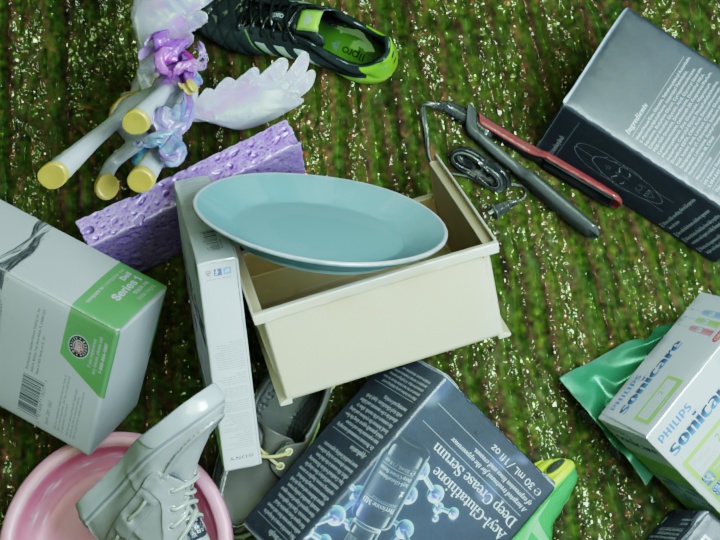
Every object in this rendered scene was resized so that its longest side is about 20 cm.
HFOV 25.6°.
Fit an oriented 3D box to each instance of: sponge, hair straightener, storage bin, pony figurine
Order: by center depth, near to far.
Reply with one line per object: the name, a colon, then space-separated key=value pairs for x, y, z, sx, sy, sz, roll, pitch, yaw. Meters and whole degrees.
storage bin: x=0.000 y=0.000 z=1.328 sx=0.200 sy=0.199 sz=0.094 roll=-17 pitch=120 yaw=-5
pony figurine: x=-0.162 y=-0.149 z=1.332 sx=0.193 sy=0.200 sz=0.167 roll=-27 pitch=114 yaw=31
sponge: x=-0.142 y=-0.056 z=1.376 sx=0.200 sy=0.112 sz=0.030 roll=-27 pitch=72 yaw=-6
hair straightener: x=0.133 y=-0.086 z=1.429 sx=0.200 sy=0.041 sz=0.077 roll=34 pitch=81 yaw=3

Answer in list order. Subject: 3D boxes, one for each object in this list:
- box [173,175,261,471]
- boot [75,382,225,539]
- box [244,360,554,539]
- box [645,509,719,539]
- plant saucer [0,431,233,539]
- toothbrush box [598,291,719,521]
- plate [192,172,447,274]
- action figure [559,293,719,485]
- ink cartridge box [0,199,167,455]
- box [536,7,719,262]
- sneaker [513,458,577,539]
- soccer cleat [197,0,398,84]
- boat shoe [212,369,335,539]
box: x=-0.117 y=0.042 z=1.300 sx=0.036 sy=0.144 sz=0.200 roll=-9 pitch=122 yaw=-10
boot: x=-0.145 y=0.174 z=1.262 sx=0.096 sy=0.200 sz=0.074 roll=50 pitch=40 yaw=6
box: x=0.032 y=0.194 z=1.316 sx=0.148 sy=0.107 sz=0.200 roll=45 pitch=82 yaw=-22
box: x=0.283 y=0.339 z=1.328 sx=0.200 sy=0.123 sz=0.198 roll=43 pitch=81 yaw=3
plant saucer: x=-0.205 y=0.240 z=1.350 sx=0.200 sy=0.051 sz=0.201 roll=-1 pitch=78 yaw=5
toothbrush box: x=0.325 y=0.140 z=1.345 sx=0.200 sy=0.086 sz=0.146 roll=45 pitch=81 yaw=-19
plate: x=-0.032 y=-0.033 z=1.233 sx=0.200 sy=0.200 sz=0.026 roll=8 pitch=110 yaw=-1
action figure: x=0.289 y=0.083 z=1.403 sx=0.200 sy=0.055 sz=0.118 roll=-37 pitch=83 yaw=-7
ink cartridge box: x=-0.278 y=0.039 z=1.322 sx=0.200 sy=0.146 sz=0.084 roll=28 pitch=37 yaw=10
box: x=0.272 y=-0.114 z=1.386 sx=0.200 sy=0.148 sz=0.107 roll=33 pitch=81 yaw=2
sneaker: x=0.137 y=0.254 z=1.371 sx=0.084 sy=0.074 sz=0.200 roll=33 pitch=77 yaw=-22
soccer cleat: x=-0.061 y=-0.220 z=1.421 sx=0.200 sy=0.081 sz=0.068 roll=17 pitch=81 yaw=0
boat shoe: x=-0.075 y=0.137 z=1.375 sx=0.072 sy=0.061 sz=0.202 roll=25 pitch=81 yaw=1
